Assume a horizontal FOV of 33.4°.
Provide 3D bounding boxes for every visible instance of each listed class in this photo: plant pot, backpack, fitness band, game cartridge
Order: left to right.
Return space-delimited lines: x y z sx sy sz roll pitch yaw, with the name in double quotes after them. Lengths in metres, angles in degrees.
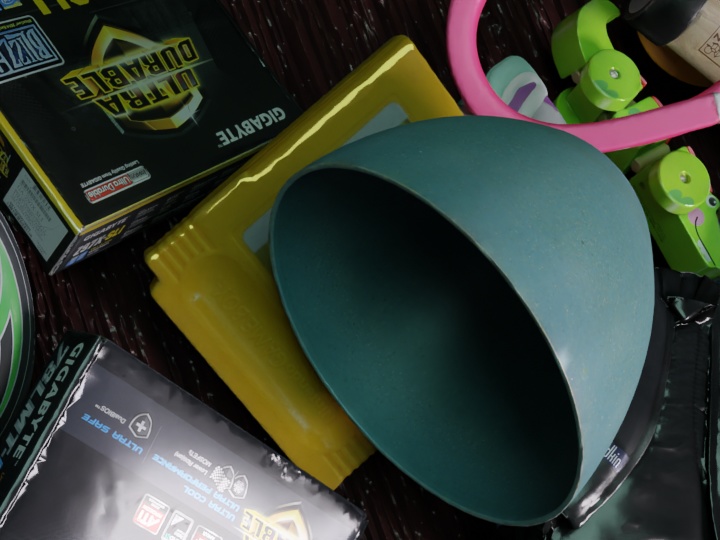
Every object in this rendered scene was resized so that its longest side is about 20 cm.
0.000 0.000 0.680 0.199 0.032 0.177 -41 107 -5 "game cartridge"
0.069 0.004 0.599 0.134 0.200 0.201 -37 85 -30 "plant pot"
0.148 -0.145 0.706 0.196 0.037 0.146 -12 93 8 "fitness band"
0.155 0.098 0.698 0.165 0.126 0.203 21 70 -20 "backpack"

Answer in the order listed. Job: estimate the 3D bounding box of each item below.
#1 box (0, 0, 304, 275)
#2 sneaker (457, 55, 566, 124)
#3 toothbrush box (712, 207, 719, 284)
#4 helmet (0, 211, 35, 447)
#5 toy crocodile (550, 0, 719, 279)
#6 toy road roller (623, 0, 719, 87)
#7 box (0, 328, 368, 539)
-0.141 -0.106 0.678 0.160 0.049 0.199 52 41 6 "box"
0.074 -0.030 0.740 0.199 0.078 0.140 -38 85 -20 "sneaker"
0.320 -0.028 0.797 0.144 0.086 0.203 24 69 -6 "toothbrush box"
-0.252 0.030 0.579 0.200 0.200 0.191 41 43 0 "helmet"
0.183 -0.083 0.784 0.061 0.068 0.202 -24 77 -23 "toy crocodile"
0.263 -0.213 0.783 0.122 0.201 0.147 33 28 -13 "toy road roller"
-0.113 0.166 0.599 0.199 0.049 0.201 40 68 -32 "box"
